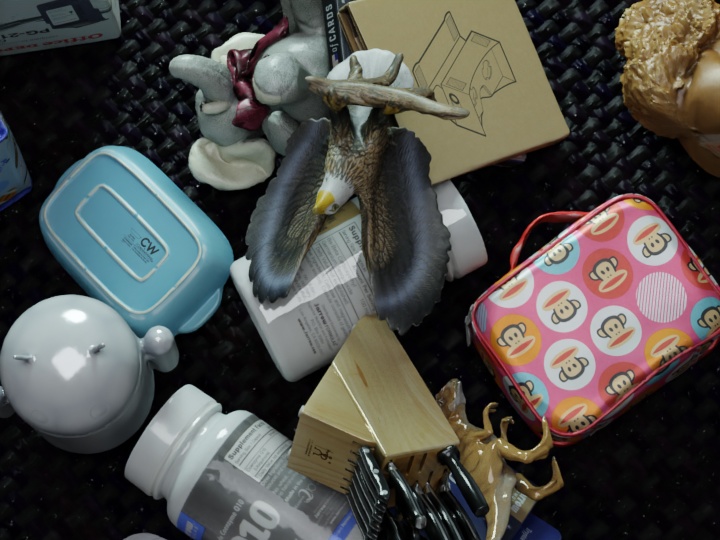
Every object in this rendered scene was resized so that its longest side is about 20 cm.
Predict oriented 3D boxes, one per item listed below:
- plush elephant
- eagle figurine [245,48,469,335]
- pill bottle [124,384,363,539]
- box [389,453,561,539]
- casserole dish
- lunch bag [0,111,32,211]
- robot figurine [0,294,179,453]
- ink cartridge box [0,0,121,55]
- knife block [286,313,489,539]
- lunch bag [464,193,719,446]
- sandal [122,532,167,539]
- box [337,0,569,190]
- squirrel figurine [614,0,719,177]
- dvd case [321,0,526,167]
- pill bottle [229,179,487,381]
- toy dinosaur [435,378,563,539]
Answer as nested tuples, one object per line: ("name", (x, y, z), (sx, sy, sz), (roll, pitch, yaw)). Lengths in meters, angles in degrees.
("plush elephant", (-0.088, -0.159, 1.730), (0.154, 0.200, 0.165), (-10, 60, 20))
("eagle figurine", (-0.008, -0.065, 1.598), (0.150, 0.201, 0.152), (-19, 43, -30))
("pill bottle", (-0.087, 0.187, 1.659), (0.200, 0.114, 0.114), (33, 79, 9))
("box", (0.073, 0.180, 1.661), (0.200, 0.121, 0.032), (34, 121, 8))
("casserole dish", (-0.199, -0.028, 1.730), (0.121, 0.039, 0.200), (-46, 68, 0))
("lunch bag", (-0.377, -0.143, 1.716), (0.124, 0.170, 0.200), (-36, 79, -10))
("robot figurine", (-0.230, 0.085, 1.642), (0.169, 0.200, 0.113), (-20, 77, -4))
("ink cartridge box", (-0.290, -0.256, 1.728), (0.144, 0.200, 0.085), (-8, 79, -1))
("knife block", (0.041, 0.139, 1.588), (0.175, 0.064, 0.200), (23, 39, 8))
("lunch bag", (0.193, 0.033, 1.706), (0.200, 0.082, 0.176), (-33, 77, -6))
("sandal", (-0.127, 0.294, 1.668), (0.079, 0.059, 0.206), (-37, 57, -25))
("box", (0.083, -0.165, 1.714), (0.200, 0.021, 0.164), (-20, 86, -44))
("squirrel figurine", (0.319, -0.192, 1.733), (0.199, 0.142, 0.187), (17, 71, 3))
("dvd case", (0.055, -0.171, 1.726), (0.199, 0.025, 0.151), (5, 72, -41))
("pill bottle", (0.000, 0.000, 1.702), (0.199, 0.114, 0.115), (-28, 77, -5))
("toy dinosaur", (0.110, 0.172, 1.633), (0.106, 0.061, 0.200), (-15, 42, 0))
